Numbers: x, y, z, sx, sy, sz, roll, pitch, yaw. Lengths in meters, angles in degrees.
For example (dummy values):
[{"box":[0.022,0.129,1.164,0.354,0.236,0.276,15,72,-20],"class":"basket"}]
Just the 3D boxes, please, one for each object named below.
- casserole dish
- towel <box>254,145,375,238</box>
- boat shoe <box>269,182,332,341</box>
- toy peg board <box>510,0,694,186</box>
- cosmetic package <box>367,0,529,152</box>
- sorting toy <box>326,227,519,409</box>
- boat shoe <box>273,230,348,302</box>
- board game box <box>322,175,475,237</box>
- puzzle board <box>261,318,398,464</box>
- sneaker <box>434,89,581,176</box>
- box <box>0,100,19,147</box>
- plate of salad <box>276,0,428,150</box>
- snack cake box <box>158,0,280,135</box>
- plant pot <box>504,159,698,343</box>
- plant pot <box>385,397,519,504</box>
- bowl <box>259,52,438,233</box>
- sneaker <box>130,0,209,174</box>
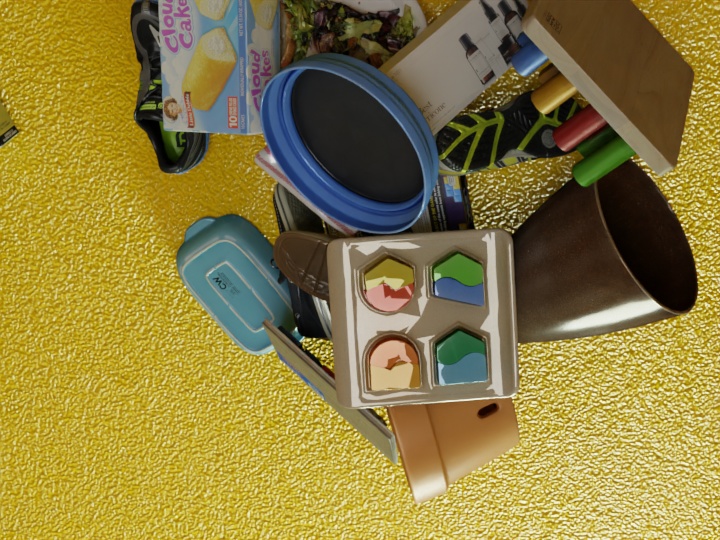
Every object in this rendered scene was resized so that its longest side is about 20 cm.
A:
[{"box":[-0.142,0.024,1.378,0.121,0.039,0.200,-33,106,21],"class":"casserole dish"},{"box":[-0.008,-0.154,1.219,0.146,0.030,0.200,38,99,11],"class":"towel"},{"box":[-0.070,-0.008,1.324,0.062,0.075,0.201,-10,107,26],"class":"boat shoe"},{"box":[0.223,-0.196,1.129,0.199,0.200,0.098,43,130,-13],"class":"toy peg board"},{"box":[0.093,-0.212,1.150,0.200,0.051,0.083,-43,106,-17],"class":"cosmetic package"},{"box":[0.067,0.053,1.210,0.199,0.036,0.186,-3,97,1],"class":"sorting toy"},{"box":[0.000,0.000,1.265,0.199,0.065,0.071,21,119,-1],"class":"boat shoe"},{"box":[0.042,-0.066,1.293,0.165,0.057,0.201,-5,115,14],"class":"board game box"},{"box":[-0.031,0.142,1.326,0.200,0.151,0.017,41,78,16],"class":"puzzle board"},{"box":[0.151,-0.146,1.201,0.199,0.076,0.076,-11,92,-26],"class":"sneaker"},{"box":[-0.479,-0.225,1.298,0.075,0.050,0.201,-18,112,18],"class":"box"},{"box":[-0.025,-0.227,1.187,0.199,0.048,0.201,0,89,16],"class":"plate of salad"},{"box":[-0.147,-0.246,1.183,0.115,0.067,0.201,6,104,28],"class":"snack cake box"},{"box":[0.232,-0.001,1.242,0.200,0.187,0.187,-30,109,36],"class":"plant pot"},{"box":[0.101,0.158,1.332,0.140,0.200,0.201,-16,114,-2],"class":"plant pot"},{"box":[-0.009,-0.127,1.129,0.200,0.039,0.201,27,144,22],"class":"bowl"},{"box":[-0.212,-0.200,1.250,0.070,0.083,0.200,0,115,14],"class":"sneaker"}]
